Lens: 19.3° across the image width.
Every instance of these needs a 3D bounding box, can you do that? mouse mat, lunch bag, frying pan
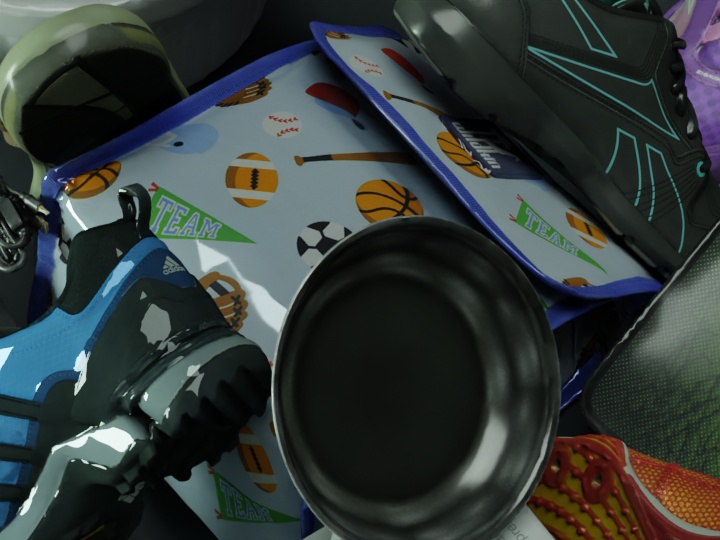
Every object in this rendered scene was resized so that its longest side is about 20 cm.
[{"bbox_3d":[0.202,0.027,0.812,0.161,0.008,0.200,39,84,6],"label":"mouse mat"},{"bbox_3d":[0.000,0.000,0.822,0.200,0.124,0.170,-30,65,-32],"label":"lunch bag"},{"bbox_3d":[0.017,0.077,0.704,0.115,0.031,0.191,1,88,-32],"label":"frying pan"}]

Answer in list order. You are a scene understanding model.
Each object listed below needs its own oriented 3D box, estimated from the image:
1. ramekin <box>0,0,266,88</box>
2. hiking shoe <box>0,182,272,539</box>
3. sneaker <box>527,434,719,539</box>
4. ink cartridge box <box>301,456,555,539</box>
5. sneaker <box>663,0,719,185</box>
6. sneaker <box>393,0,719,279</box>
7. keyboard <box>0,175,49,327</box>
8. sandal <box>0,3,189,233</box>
[{"bbox_3d":[-0.125,-0.158,0.946,0.202,0.094,0.203,1,54,-2],"label":"ramekin"},{"bbox_3d":[-0.117,0.063,0.748,0.200,0.074,0.087,-40,71,21],"label":"hiking shoe"},{"bbox_3d":[0.130,0.110,0.764,0.200,0.077,0.073,18,91,43],"label":"sneaker"},{"bbox_3d":[-0.003,0.174,0.717,0.200,0.084,0.144,-29,61,-21],"label":"ink cartridge box"},{"bbox_3d":[0.172,-0.119,0.936,0.080,0.089,0.200,27,58,15],"label":"sneaker"},{"bbox_3d":[0.106,-0.062,0.838,0.079,0.200,0.075,-46,26,8],"label":"sneaker"},{"bbox_3d":[-0.173,-0.014,0.825,0.021,0.127,0.200,-5,48,-44],"label":"keyboard"},{"bbox_3d":[-0.108,-0.069,0.819,0.080,0.201,0.057,-34,80,-12],"label":"sandal"}]
